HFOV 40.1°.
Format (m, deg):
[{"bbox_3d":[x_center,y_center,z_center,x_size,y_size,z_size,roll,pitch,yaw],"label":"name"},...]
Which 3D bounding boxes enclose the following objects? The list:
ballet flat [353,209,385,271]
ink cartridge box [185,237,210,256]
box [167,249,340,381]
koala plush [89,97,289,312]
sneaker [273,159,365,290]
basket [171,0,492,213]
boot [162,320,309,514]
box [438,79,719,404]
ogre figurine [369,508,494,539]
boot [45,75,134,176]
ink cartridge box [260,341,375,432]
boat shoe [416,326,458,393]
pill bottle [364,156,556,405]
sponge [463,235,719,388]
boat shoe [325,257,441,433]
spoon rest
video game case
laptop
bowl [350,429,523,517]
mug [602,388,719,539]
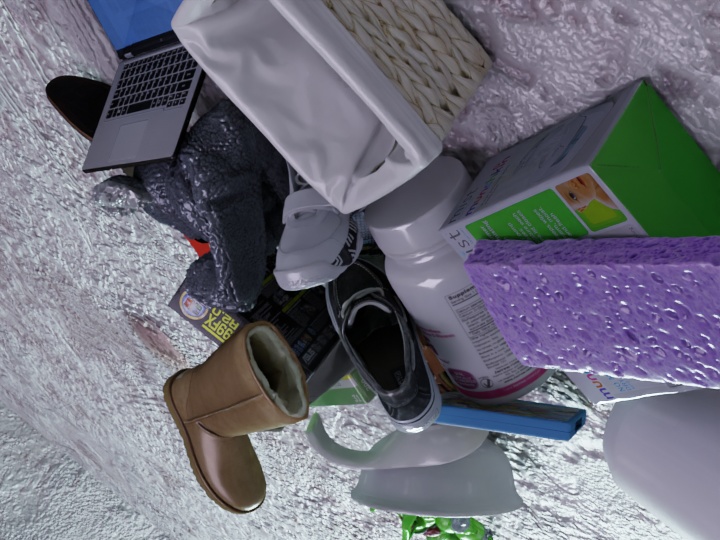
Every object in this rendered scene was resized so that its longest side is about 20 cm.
[{"bbox_3d":[0.000,0.000,0.993,0.074,0.074,0.202,20,140,33],"label":"ballet flat"},{"bbox_3d":[-0.156,0.025,1.248,0.162,0.057,0.201,5,140,48],"label":"ink cartridge box"},{"bbox_3d":[-0.097,0.042,1.063,0.160,0.200,0.044,37,110,1],"label":"box"},{"bbox_3d":[-0.153,-0.088,0.974,0.199,0.177,0.186,14,130,40],"label":"koala plush"},{"bbox_3d":[-0.043,-0.076,0.829,0.074,0.201,0.116,-11,121,24],"label":"sneaker"},{"bbox_3d":[-0.017,-0.165,0.729,0.200,0.124,0.135,46,151,-12],"label":"basket"},{"bbox_3d":[-0.109,0.152,0.958,0.199,0.066,0.176,-26,98,52],"label":"boot"},{"bbox_3d":[0.189,-0.011,0.729,0.200,0.097,0.176,47,149,-14],"label":"box"},{"bbox_3d":[0.084,0.323,1.328,0.200,0.098,0.120,41,166,23],"label":"ogre figurine"},{"bbox_3d":[-0.275,-0.141,1.130,0.199,0.075,0.097,33,148,10],"label":"boot"},{"bbox_3d":[-0.040,0.132,1.095,0.048,0.200,0.145,55,149,-11],"label":"ink cartridge box"},{"bbox_3d":[0.077,0.064,1.006,0.067,0.072,0.201,20,156,25],"label":"boat shoe"},{"bbox_3d":[0.090,0.009,0.856,0.113,0.114,0.201,3,134,48],"label":"pill bottle"},{"bbox_3d":[0.172,0.027,0.672,0.199,0.030,0.112,1,133,46],"label":"sponge"},{"bbox_3d":[0.016,0.047,0.862,0.201,0.072,0.071,59,178,44],"label":"boat shoe"},{"bbox_3d":[0.043,0.179,1.065,0.197,0.100,0.061,-6,116,17],"label":"spoon rest"},{"bbox_3d":[0.132,0.133,0.920,0.141,0.018,0.200,5,177,17],"label":"video game case"},{"bbox_3d":[-0.230,-0.210,0.917,0.115,0.202,0.186,26,164,-37],"label":"laptop"},{"bbox_3d":[0.089,0.221,1.140,0.198,0.092,0.201,2,176,0],"label":"bowl"},{"bbox_3d":[0.287,0.167,0.818,0.152,0.149,0.188,26,143,39],"label":"mug"}]
